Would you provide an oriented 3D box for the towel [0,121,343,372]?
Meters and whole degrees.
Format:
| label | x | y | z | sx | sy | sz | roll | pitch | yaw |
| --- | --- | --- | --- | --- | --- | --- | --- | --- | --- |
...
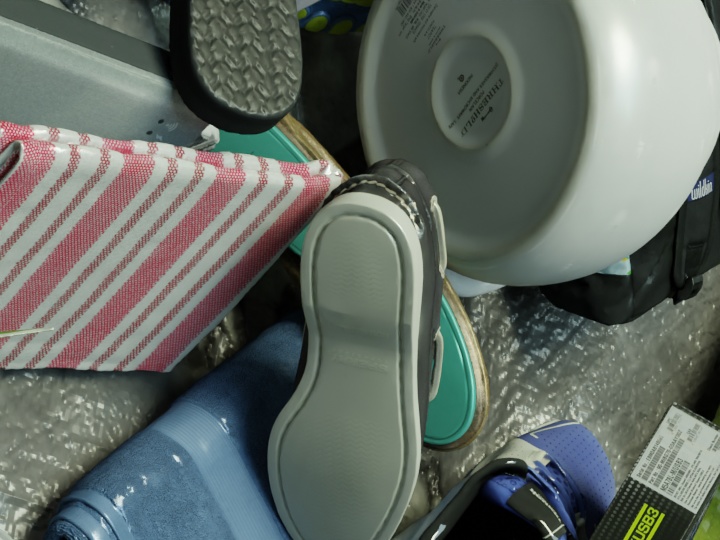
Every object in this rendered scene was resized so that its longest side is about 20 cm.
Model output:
| label | x | y | z | sx | sy | sz | roll | pitch | yaw |
| --- | --- | --- | --- | --- | --- | --- | --- | --- | --- |
| towel | -0.117 | -0.010 | 1.284 | 0.200 | 0.146 | 0.030 | 5 | 50 | -46 |

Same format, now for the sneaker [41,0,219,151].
| label | x | y | z | sx | sy | sz | roll | pitch | yaw |
| --- | --- | --- | --- | --- | --- | --- | --- | --- | --- |
| sneaker | -0.136 | -0.098 | 1.316 | 0.200 | 0.075 | 0.082 | 25 | 50 | -50 |

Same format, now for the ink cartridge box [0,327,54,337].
| label | x | y | z | sx | sy | sz | roll | pitch | yaw |
| --- | --- | --- | --- | --- | --- | --- | --- | --- | --- |
| ink cartridge box | -0.229 | 0.070 | 1.111 | 0.148 | 0.200 | 0.076 | -6 | 90 | -45 |

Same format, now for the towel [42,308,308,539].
| label | x | y | z | sx | sy | sz | roll | pitch | yaw |
| --- | --- | --- | --- | --- | --- | --- | --- | --- | --- |
| towel | -0.064 | 0.109 | 1.381 | 0.200 | 0.048 | 0.112 | -39 | 113 | -40 |

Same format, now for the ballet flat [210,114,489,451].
| label | x | y | z | sx | sy | sz | roll | pitch | yaw |
| --- | --- | --- | --- | --- | --- | --- | --- | --- | --- |
| ballet flat | 0.000 | 0.000 | 1.410 | 0.200 | 0.068 | 0.072 | 48 | 13 | 10 |

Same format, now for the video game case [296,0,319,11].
| label | x | y | z | sx | sy | sz | roll | pitch | yaw |
| --- | --- | --- | --- | --- | --- | --- | --- | --- | --- |
| video game case | -0.006 | -0.216 | 1.407 | 0.200 | 0.019 | 0.143 | -33 | 108 | -45 |

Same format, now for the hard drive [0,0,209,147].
| label | x | y | z | sx | sy | sz | roll | pitch | yaw |
| --- | --- | --- | --- | --- | --- | --- | --- | --- | --- |
| hard drive | -0.177 | -0.064 | 1.230 | 0.200 | 0.140 | 0.033 | 19 | 41 | -42 |

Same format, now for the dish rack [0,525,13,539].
| label | x | y | z | sx | sy | sz | roll | pitch | yaw |
| --- | --- | --- | --- | --- | --- | --- | --- | --- | --- |
| dish rack | -0.176 | 0.216 | 1.240 | 0.200 | 0.044 | 0.172 | -49 | 116 | -29 |

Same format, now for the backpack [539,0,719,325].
| label | x | y | z | sx | sy | sz | roll | pitch | yaw |
| --- | --- | --- | --- | --- | --- | --- | --- | --- | --- |
| backpack | 0.138 | -0.099 | 1.553 | 0.163 | 0.154 | 0.200 | -33 | 135 | -41 |

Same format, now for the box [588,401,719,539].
| label | x | y | z | sx | sy | sz | roll | pitch | yaw |
| --- | --- | --- | --- | --- | --- | --- | --- | --- | --- |
| box | 0.109 | 0.192 | 1.462 | 0.047 | 0.193 | 0.200 | 30 | 56 | 8 |

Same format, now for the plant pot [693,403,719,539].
| label | x | y | z | sx | sy | sz | roll | pitch | yaw |
| --- | --- | --- | --- | --- | --- | --- | --- | --- | --- |
| plant pot | 0.283 | 0.073 | 1.653 | 0.200 | 0.200 | 0.184 | 44 | 45 | -33 |

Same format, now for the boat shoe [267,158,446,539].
| label | x | y | z | sx | sy | sz | roll | pitch | yaw |
| --- | --- | --- | --- | --- | --- | --- | --- | --- | --- |
| boat shoe | 0.002 | 0.043 | 1.338 | 0.060 | 0.074 | 0.200 | -53 | 150 | -55 |

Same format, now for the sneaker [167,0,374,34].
| label | x | y | z | sx | sy | sz | roll | pitch | yaw |
| --- | --- | --- | --- | --- | --- | --- | --- | --- | --- |
| sneaker | -0.054 | -0.170 | 1.422 | 0.199 | 0.071 | 0.083 | 11 | 59 | -43 |

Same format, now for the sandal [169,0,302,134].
| label | x | y | z | sx | sy | sz | roll | pitch | yaw |
| --- | --- | --- | --- | --- | --- | --- | --- | --- | --- |
| sandal | -0.063 | -0.147 | 1.288 | 0.075 | 0.048 | 0.201 | 19 | 57 | -27 |

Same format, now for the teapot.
| label | x | y | z | sx | sy | sz | roll | pitch | yaw |
| --- | --- | --- | --- | --- | --- | --- | --- | --- | --- |
| teapot | 0.103 | -0.083 | 1.413 | 0.146 | 0.200 | 0.198 | -3 | 93 | -42 |

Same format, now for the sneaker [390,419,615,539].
| label | x | y | z | sx | sy | sz | roll | pitch | yaw |
| --- | --- | --- | --- | --- | --- | --- | --- | --- | --- |
| sneaker | 0.078 | 0.132 | 1.461 | 0.199 | 0.115 | 0.081 | -30 | 87 | -44 |
